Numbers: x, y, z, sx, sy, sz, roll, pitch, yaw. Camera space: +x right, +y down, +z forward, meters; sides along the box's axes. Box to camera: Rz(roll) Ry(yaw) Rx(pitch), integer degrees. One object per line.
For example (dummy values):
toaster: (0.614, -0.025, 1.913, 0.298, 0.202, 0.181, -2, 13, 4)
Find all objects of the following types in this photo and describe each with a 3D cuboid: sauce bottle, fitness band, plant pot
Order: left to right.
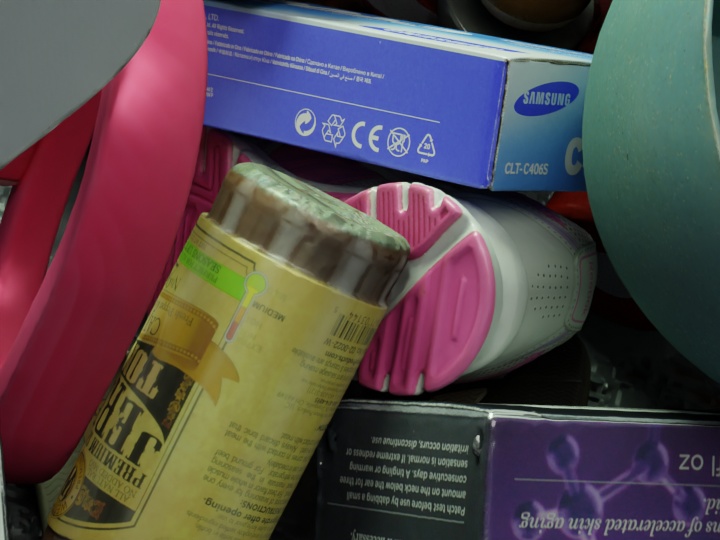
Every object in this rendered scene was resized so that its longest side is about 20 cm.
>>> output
fitness band: (-0.093, -0.023, 0.806, 0.037, 0.200, 0.144, 13, 44, -18)
sauce bottle: (-0.055, 0.067, 0.777, 0.065, 0.065, 0.201, 27, 93, -1)
plant pot: (0.142, -0.038, 0.766, 0.199, 0.135, 0.201, 5, 79, -29)

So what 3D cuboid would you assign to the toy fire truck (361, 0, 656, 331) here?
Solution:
toy fire truck: (0.094, -0.085, 0.917, 0.200, 0.168, 0.112, 35, 62, 4)

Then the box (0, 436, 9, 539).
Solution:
box: (-0.174, 0.077, 0.755, 0.123, 0.197, 0.201, -2, 66, -14)

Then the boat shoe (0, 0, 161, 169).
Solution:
boat shoe: (-0.141, -0.035, 0.674, 0.200, 0.069, 0.057, -38, 45, -20)

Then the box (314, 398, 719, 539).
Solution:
box: (0.068, 0.141, 0.787, 0.148, 0.104, 0.201, 3, 88, -29)

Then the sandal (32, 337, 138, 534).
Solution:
sandal: (-0.061, 0.106, 0.837, 0.081, 0.055, 0.201, -21, 70, 3)

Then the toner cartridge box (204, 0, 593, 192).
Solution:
toner cartridge box: (-0.005, -0.064, 0.866, 0.095, 0.200, 0.043, -3, 104, -51)

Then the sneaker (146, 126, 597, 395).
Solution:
sneaker: (0.000, 0.000, 0.867, 0.088, 0.200, 0.082, 3, 100, -41)

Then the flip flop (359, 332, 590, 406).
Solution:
flip flop: (0.029, 0.109, 0.872, 0.081, 0.058, 0.201, 7, 75, 24)
